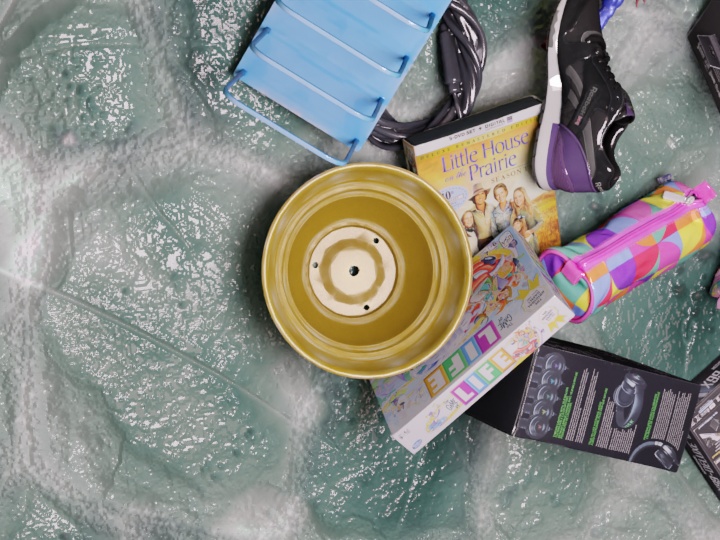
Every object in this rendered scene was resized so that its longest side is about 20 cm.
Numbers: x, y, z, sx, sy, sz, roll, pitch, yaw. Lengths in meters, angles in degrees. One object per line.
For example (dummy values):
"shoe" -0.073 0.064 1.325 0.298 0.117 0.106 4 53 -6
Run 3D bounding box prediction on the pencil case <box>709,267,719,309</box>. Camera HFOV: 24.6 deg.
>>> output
"pencil case" 0.430 -0.047 1.733 0.087 0.087 0.201 16 92 -22

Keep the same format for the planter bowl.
"planter bowl" 0.000 0.000 1.566 0.199 0.083 0.201 0 90 -11

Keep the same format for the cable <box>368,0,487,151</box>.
"cable" 0.044 -0.211 1.588 0.163 0.051 0.200 -35 106 -18

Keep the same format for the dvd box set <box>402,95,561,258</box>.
"dvd box set" 0.124 -0.057 1.618 0.146 0.029 0.201 -19 118 -18

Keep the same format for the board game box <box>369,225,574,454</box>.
"board game box" 0.097 0.063 1.560 0.200 0.135 0.034 -42 122 11

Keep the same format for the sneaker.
"sneaker" 0.226 -0.172 1.579 0.076 0.087 0.201 5 91 -60

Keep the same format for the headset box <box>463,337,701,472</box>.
"headset box" 0.196 0.118 1.618 0.199 0.174 0.093 15 92 -23

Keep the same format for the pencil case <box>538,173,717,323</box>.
"pencil case" 0.268 -0.023 1.656 0.200 0.088 0.089 -31 108 -29

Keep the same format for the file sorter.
"file sorter" -0.014 -0.213 1.466 0.138 0.123 0.200 31 107 -4

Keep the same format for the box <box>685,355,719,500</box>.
"box" 0.444 0.149 1.785 0.200 0.050 0.158 -40 110 -11

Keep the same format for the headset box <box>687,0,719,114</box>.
"headset box" 0.431 -0.197 1.673 0.199 0.149 0.077 15 130 -22

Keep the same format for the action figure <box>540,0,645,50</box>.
"action figure" 0.256 -0.296 1.654 0.065 0.052 0.200 32 84 -17
